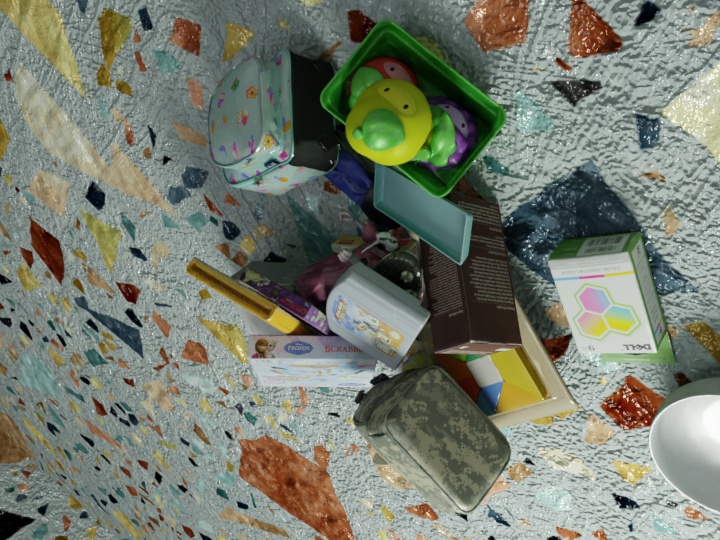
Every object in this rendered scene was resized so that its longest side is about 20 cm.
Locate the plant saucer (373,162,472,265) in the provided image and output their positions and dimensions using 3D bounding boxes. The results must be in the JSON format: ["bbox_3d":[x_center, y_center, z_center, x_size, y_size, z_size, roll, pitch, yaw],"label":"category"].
[{"bbox_3d":[0.077,-0.080,0.907,0.200,0.019,0.070,39,135,47],"label":"plant saucer"}]

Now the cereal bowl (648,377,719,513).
[{"bbox_3d":[0.477,0.214,0.888,0.200,0.083,0.200,21,132,26],"label":"cereal bowl"}]

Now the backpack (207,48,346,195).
[{"bbox_3d":[-0.133,-0.202,1.004,0.200,0.153,0.176,-22,71,55],"label":"backpack"}]

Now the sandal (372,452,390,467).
[{"bbox_3d":[0.092,0.295,1.259,0.212,0.078,0.070,-20,113,37],"label":"sandal"}]

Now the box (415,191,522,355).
[{"bbox_3d":[0.141,0.007,0.920,0.075,0.100,0.200,-27,63,46],"label":"box"}]

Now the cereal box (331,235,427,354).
[{"bbox_3d":[0.039,0.041,1.141,0.144,0.040,0.200,5,123,34],"label":"cereal box"}]

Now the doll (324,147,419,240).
[{"bbox_3d":[0.023,-0.113,1.032,0.200,0.048,0.137,40,146,7],"label":"doll"}]

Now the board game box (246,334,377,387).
[{"bbox_3d":[-0.075,0.152,1.154,0.200,0.041,0.200,1,158,-2],"label":"board game box"}]

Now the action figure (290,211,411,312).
[{"bbox_3d":[0.000,0.000,1.026,0.200,0.134,0.149,-26,117,32],"label":"action figure"}]

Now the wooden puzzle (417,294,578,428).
[{"bbox_3d":[0.187,0.141,1.008,0.185,0.037,0.200,-29,96,41],"label":"wooden puzzle"}]

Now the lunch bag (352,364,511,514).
[{"bbox_3d":[0.090,0.243,1.021,0.200,0.139,0.168,47,152,-5],"label":"lunch bag"}]

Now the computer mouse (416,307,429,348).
[{"bbox_3d":[0.182,0.105,1.046,0.200,0.053,0.139,30,125,8],"label":"computer mouse"}]

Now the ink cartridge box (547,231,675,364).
[{"bbox_3d":[0.327,0.054,0.907,0.104,0.059,0.200,-6,116,41],"label":"ink cartridge box"}]

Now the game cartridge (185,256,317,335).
[{"bbox_3d":[-0.166,0.059,1.127,0.176,0.032,0.200,28,169,25],"label":"game cartridge"}]

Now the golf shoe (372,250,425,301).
[{"bbox_3d":[0.057,0.019,0.988,0.077,0.088,0.200,20,150,11],"label":"golf shoe"}]

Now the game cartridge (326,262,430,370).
[{"bbox_3d":[0.016,0.066,0.965,0.133,0.042,0.200,29,154,6],"label":"game cartridge"}]

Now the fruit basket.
[{"bbox_3d":[0.053,-0.189,0.831,0.216,0.216,0.156,40,93,8],"label":"fruit basket"}]

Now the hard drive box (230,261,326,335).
[{"bbox_3d":[-0.126,0.068,1.266,0.200,0.077,0.156,2,121,37],"label":"hard drive box"}]

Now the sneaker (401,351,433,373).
[{"bbox_3d":[0.114,0.224,1.147,0.105,0.076,0.200,53,167,38],"label":"sneaker"}]

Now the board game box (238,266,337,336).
[{"bbox_3d":[-0.098,0.057,1.075,0.120,0.032,0.200,24,171,19],"label":"board game box"}]
